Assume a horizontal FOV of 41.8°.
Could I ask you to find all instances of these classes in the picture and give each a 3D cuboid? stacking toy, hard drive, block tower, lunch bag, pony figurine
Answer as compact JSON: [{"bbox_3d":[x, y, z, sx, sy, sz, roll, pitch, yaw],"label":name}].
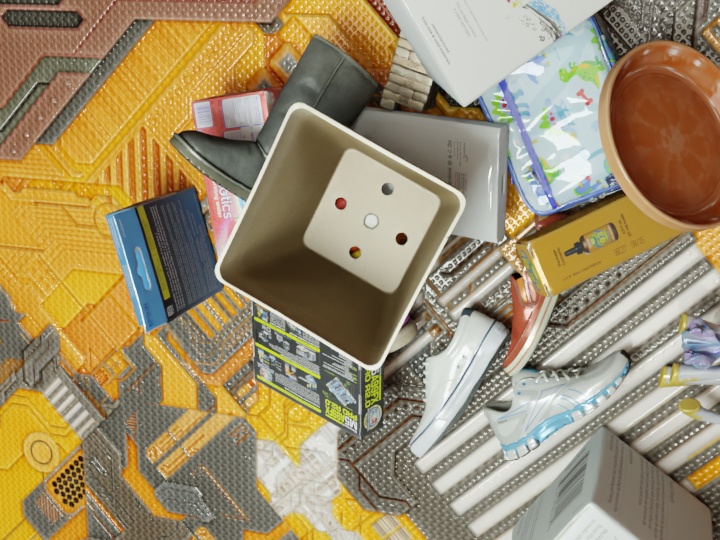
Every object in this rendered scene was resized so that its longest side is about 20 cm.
[{"bbox_3d":[0.000,0.000,1.148,0.084,0.085,0.202,-17,101,21],"label":"stacking toy"},{"bbox_3d":[0.075,-0.114,1.092,0.198,0.026,0.134,14,117,32],"label":"hard drive"},{"bbox_3d":[0.080,-0.279,1.072,0.057,0.054,0.202,22,110,12],"label":"block tower"},{"bbox_3d":[0.221,-0.172,1.041,0.159,0.082,0.202,-21,96,24],"label":"lunch bag"},{"bbox_3d":[0.440,0.108,1.019,0.197,0.168,0.195,11,139,11],"label":"pony figurine"}]

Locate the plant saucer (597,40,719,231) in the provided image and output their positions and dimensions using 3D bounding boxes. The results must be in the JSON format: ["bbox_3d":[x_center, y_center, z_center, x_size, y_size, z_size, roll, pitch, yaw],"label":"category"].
[{"bbox_3d":[0.326,-0.138,0.975,0.202,0.199,0.032,57,153,-3],"label":"plant saucer"}]

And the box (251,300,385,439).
[{"bbox_3d":[-0.056,0.094,1.161,0.199,0.044,0.162,22,122,39],"label":"box"}]

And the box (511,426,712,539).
[{"bbox_3d":[0.281,0.336,1.086,0.171,0.199,0.201,36,113,6],"label":"box"}]

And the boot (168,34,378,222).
[{"bbox_3d":[-0.094,-0.174,1.054,0.181,0.073,0.201,30,96,-34],"label":"boot"}]

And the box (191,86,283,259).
[{"bbox_3d":[-0.128,-0.118,1.158,0.101,0.095,0.203,-5,102,19],"label":"box"}]

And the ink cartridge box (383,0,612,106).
[{"bbox_3d":[0.133,-0.296,0.955,0.199,0.148,0.145,-35,114,4],"label":"ink cartridge box"}]

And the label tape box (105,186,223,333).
[{"bbox_3d":[-0.255,-0.014,1.169,0.065,0.200,0.145,-11,100,21],"label":"label tape box"}]

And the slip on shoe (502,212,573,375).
[{"bbox_3d":[0.202,0.025,1.101,0.060,0.074,0.203,19,103,13],"label":"slip on shoe"}]

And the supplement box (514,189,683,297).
[{"bbox_3d":[0.272,-0.044,1.025,0.198,0.069,0.067,-25,97,-4],"label":"supplement box"}]

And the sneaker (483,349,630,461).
[{"bbox_3d":[0.228,0.144,1.125,0.199,0.075,0.087,-39,84,22],"label":"sneaker"}]

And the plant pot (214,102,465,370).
[{"bbox_3d":[-0.006,-0.046,1.015,0.198,0.177,0.202,29,104,7],"label":"plant pot"}]

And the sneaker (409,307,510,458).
[{"bbox_3d":[0.108,0.137,1.168,0.070,0.073,0.202,34,103,16],"label":"sneaker"}]
